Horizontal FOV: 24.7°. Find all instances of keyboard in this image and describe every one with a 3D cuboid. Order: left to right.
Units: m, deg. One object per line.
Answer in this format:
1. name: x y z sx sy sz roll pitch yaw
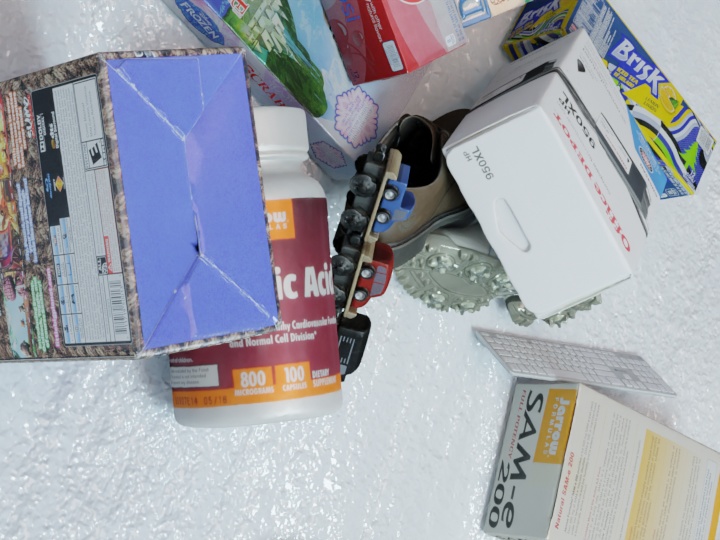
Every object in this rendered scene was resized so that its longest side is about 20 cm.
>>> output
1. keyboard: 0.177 0.077 1.334 0.199 0.056 0.011 10 113 -39

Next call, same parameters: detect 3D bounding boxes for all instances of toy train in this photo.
1. toy train: 0.000 0.000 1.120 0.046 0.201 0.034 15 38 -1

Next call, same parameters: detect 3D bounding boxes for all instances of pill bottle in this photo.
1. pill bottle: -0.075 -0.002 1.084 0.114 0.114 0.201 -5 90 -40

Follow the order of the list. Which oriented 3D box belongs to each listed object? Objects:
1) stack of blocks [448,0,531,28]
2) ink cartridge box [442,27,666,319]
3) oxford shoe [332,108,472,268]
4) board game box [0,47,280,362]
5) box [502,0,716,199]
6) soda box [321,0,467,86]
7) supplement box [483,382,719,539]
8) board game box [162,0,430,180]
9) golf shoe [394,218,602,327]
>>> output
1. stack of blocks: 0.080 -0.288 1.180 0.115 0.059 0.201 -23 110 -14
2. ink cartridge box: 0.149 -0.076 1.219 0.145 0.084 0.200 59 26 -12
3. oxford shoe: 0.052 -0.079 1.195 0.200 0.072 0.085 -48 156 -52
4. board game box: -0.152 -0.033 0.954 0.096 0.199 0.161 -9 93 -40
5. box: 0.209 -0.145 1.364 0.200 0.070 0.064 46 58 -28
6. soda box: 0.001 -0.236 1.145 0.070 0.063 0.201 -31 107 -37
7. supplement box: 0.202 0.180 1.331 0.199 0.073 0.127 27 70 -36
8. board game box: -0.024 -0.206 1.190 0.200 0.041 0.201 45 61 -29
9. golf shoe: 0.098 -0.018 1.275 0.199 0.078 0.098 14 58 -42
